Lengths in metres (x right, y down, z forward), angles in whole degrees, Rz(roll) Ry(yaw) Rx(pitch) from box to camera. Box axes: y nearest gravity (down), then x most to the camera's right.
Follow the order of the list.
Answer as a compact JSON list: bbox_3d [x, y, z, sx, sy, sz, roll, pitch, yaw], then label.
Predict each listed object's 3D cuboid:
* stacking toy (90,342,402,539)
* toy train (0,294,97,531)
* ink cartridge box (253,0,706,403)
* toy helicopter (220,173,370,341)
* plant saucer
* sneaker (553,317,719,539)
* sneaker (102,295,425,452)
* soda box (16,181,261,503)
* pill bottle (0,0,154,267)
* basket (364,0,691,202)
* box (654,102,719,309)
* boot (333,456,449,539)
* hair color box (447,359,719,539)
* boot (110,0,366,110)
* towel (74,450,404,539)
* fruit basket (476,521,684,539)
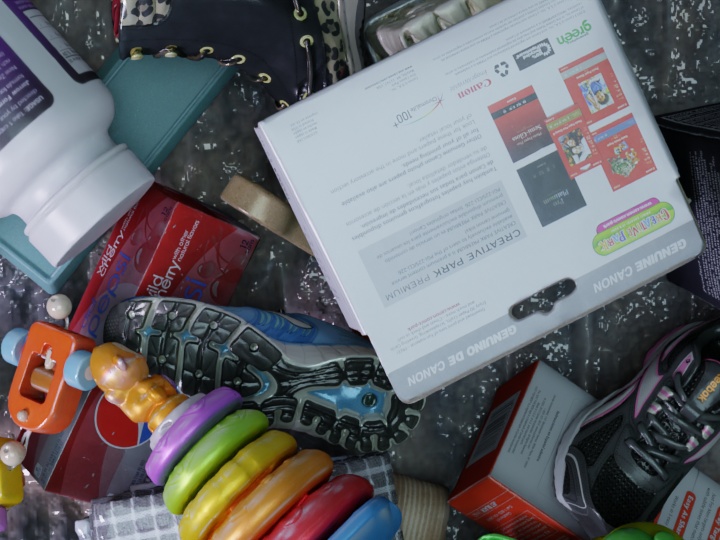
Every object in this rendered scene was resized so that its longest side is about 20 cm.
[{"bbox_3d":[-0.081,0.112,0.963,0.110,0.116,0.200,-43,78,-14],"label":"stacking toy"},{"bbox_3d":[-0.235,0.081,1.054,0.199,0.056,0.151,11,85,36],"label":"toy train"},{"bbox_3d":[0.066,-0.047,0.954,0.199,0.084,0.176,-26,95,-4],"label":"ink cartridge box"},{"bbox_3d":[0.000,0.000,1.038,0.200,0.132,0.079,31,93,-30],"label":"toy helicopter"},{"bbox_3d":[-0.163,-0.081,1.092,0.070,0.019,0.200,39,91,-9],"label":"plant saucer"},{"bbox_3d":[0.196,0.088,1.070,0.080,0.086,0.200,40,56,-3],"label":"sneaker"},{"bbox_3d":[-0.063,0.060,1.046,0.199,0.090,0.079,16,101,-15],"label":"sneaker"},{"bbox_3d":[-0.144,0.048,1.076,0.070,0.063,0.201,23,94,-36],"label":"soda box"},{"bbox_3d":[-0.220,-0.103,1.024,0.111,0.111,0.200,-42,91,1],"label":"pill bottle"},{"bbox_3d":[0.102,-0.096,1.063,0.135,0.123,0.201,-27,98,-3],"label":"basket"},{"bbox_3d":[0.303,-0.050,1.051,0.199,0.198,0.124,-11,101,-4],"label":"box"},{"bbox_3d":[-0.033,0.221,1.118,0.154,0.074,0.201,10,85,-8],"label":"boot"},{"bbox_3d":[0.166,0.159,1.111,0.200,0.061,0.102,35,55,-8],"label":"hair color box"},{"bbox_3d":[-0.076,-0.131,1.044,0.153,0.074,0.204,-6,113,-15],"label":"boot"},{"bbox_3d":[-0.066,0.204,1.037,0.199,0.086,0.166,-10,88,-7],"label":"towel"},{"bbox_3d":[0.148,0.235,1.006,0.215,0.216,0.156,21,74,-8],"label":"fruit basket"}]
